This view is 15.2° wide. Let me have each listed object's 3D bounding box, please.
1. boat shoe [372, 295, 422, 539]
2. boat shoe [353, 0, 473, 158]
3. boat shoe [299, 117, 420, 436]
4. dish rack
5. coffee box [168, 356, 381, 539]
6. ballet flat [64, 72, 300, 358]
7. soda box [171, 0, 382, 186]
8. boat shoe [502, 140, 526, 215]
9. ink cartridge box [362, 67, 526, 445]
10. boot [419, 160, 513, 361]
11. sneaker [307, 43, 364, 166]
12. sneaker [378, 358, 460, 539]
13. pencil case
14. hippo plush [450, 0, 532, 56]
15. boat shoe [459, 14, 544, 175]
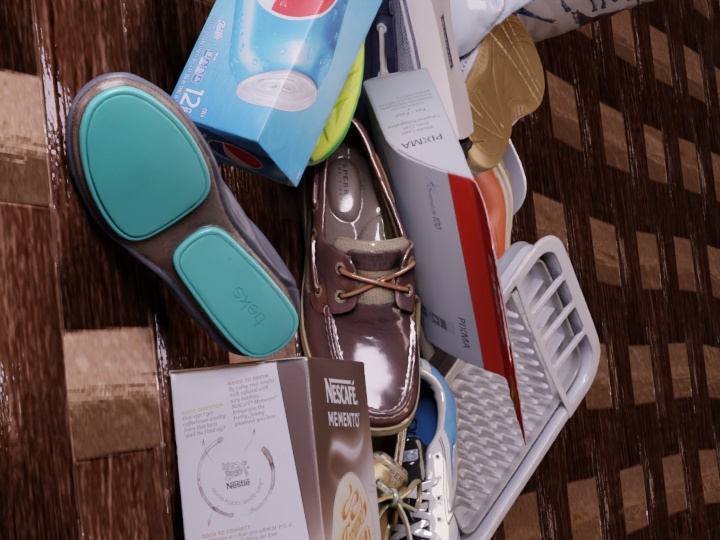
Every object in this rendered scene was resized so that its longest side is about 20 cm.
[{"bbox_3d":[0.006,0.104,1.673,0.073,0.063,0.200,49,37,-63],"label":"boat shoe"},{"bbox_3d":[0.010,-0.163,1.753,0.075,0.093,0.200,-34,115,-73],"label":"boat shoe"},{"bbox_3d":[0.000,0.000,1.649,0.072,0.072,0.200,108,-21,-66],"label":"boat shoe"},{"bbox_3d":[0.089,0.085,1.896,0.200,0.043,0.172,-55,145,-24],"label":"dish rack"},{"bbox_3d":[-0.040,0.150,1.460,0.114,0.080,0.200,11,72,-74],"label":"coffee box"},{"bbox_3d":[-0.097,-0.035,1.382,0.200,0.073,0.073,55,30,-38],"label":"ballet flat"},{"bbox_3d":[-0.032,-0.154,1.514,0.200,0.064,0.068,-66,155,-13],"label":"soda box"},{"bbox_3d":[0.064,-0.129,2.003,0.065,0.073,0.200,-174,-110,-75],"label":"boat shoe"},{"bbox_3d":[0.053,-0.007,1.669,0.200,0.047,0.160,-106,-176,-53],"label":"ink cartridge box"},{"bbox_3d":[0.069,-0.009,1.939,0.107,0.075,0.200,-59,140,-58],"label":"boot"},{"bbox_3d":[-0.021,-0.144,1.672,0.084,0.074,0.200,56,31,-51],"label":"sneaker"},{"bbox_3d":[0.030,0.151,1.727,0.072,0.072,0.200,49,34,-62],"label":"sneaker"},{"bbox_3d":[0.176,-0.241,2.180,0.089,0.200,0.078,56,20,-50],"label":"pencil case"},{"bbox_3d":[0.037,-0.235,1.868,0.200,0.159,0.161,-43,114,-18],"label":"hippo plush"},{"bbox_3d":[0.073,-0.119,1.884,0.071,0.069,0.200,59,29,-14],"label":"boat shoe"}]
